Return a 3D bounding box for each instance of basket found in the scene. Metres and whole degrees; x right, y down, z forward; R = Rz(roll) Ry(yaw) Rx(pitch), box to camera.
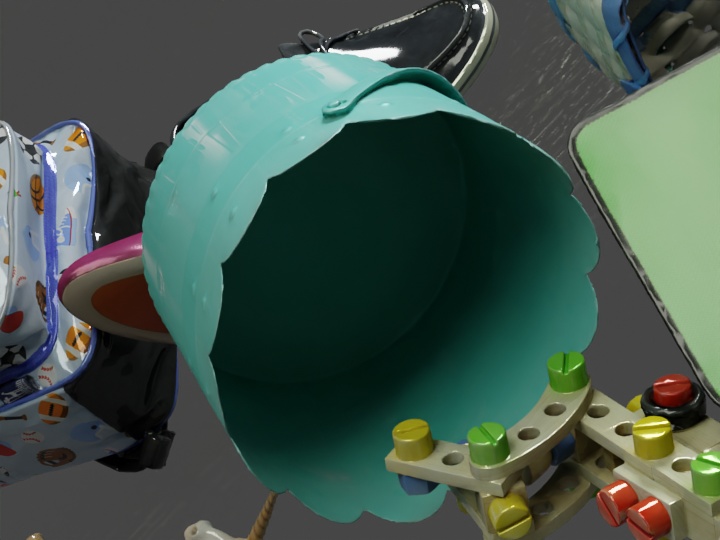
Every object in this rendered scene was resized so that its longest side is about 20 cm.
[{"bbox_3d":[0.194,-0.144,1.236,0.176,0.139,0.200,-46,37,-7],"label":"basket"}]

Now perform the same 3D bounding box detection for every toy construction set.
[{"bbox_3d":[0.115,0.108,1.110,0.131,0.092,0.200,-25,47,-23],"label":"toy construction set"}]

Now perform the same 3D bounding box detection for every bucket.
[{"bbox_3d":[0.000,0.000,1.200,0.207,0.207,0.135,-40,32,-3],"label":"bucket"}]

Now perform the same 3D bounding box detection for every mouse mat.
[{"bbox_3d":[0.210,-0.045,1.130,0.199,0.008,0.161,-28,65,2],"label":"mouse mat"}]

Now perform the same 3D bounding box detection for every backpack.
[{"bbox_3d":[-0.198,0.027,1.347,0.190,0.154,0.201,-29,45,31],"label":"backpack"}]

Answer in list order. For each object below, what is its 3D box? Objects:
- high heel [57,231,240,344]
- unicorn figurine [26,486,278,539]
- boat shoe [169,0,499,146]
[{"bbox_3d":[-0.072,-0.018,1.306,0.199,0.068,0.096,-4,42,-30],"label":"high heel"},{"bbox_3d":[-0.119,0.178,1.228,0.137,0.074,0.201,22,82,33],"label":"unicorn figurine"},{"bbox_3d":[-0.016,-0.097,1.392,0.199,0.062,0.075,-28,42,7],"label":"boat shoe"}]
